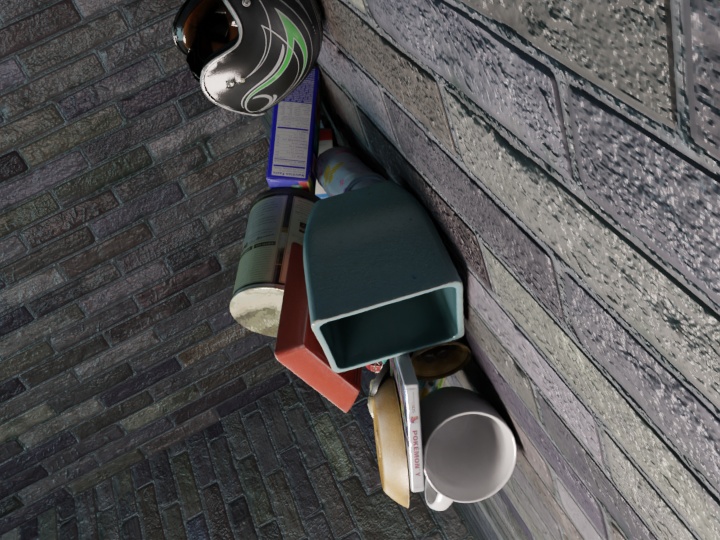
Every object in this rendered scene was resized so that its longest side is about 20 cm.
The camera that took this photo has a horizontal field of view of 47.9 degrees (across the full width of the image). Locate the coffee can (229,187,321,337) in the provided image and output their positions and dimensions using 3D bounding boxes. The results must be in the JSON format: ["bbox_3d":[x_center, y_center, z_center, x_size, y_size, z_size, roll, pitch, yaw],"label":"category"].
[{"bbox_3d":[-0.126,-0.013,1.327,0.147,0.146,0.201,69,-158,-52],"label":"coffee can"}]

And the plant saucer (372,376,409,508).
[{"bbox_3d":[0.044,0.266,1.253,0.200,0.035,0.201,174,90,-87],"label":"plant saucer"}]

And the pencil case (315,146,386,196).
[{"bbox_3d":[-0.012,-0.138,1.296,0.090,0.083,0.200,23,-167,-25],"label":"pencil case"}]

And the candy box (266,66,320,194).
[{"bbox_3d":[-0.110,-0.226,1.389,0.169,0.077,0.201,95,180,-81],"label":"candy box"}]

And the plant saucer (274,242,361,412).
[{"bbox_3d":[-0.048,0.084,1.228,0.200,0.037,0.201,46,-140,-44],"label":"plant saucer"}]

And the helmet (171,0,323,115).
[{"bbox_3d":[-0.145,-0.326,1.081,0.199,0.191,0.200,29,-155,-15],"label":"helmet"}]

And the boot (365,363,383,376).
[{"bbox_3d":[0.077,0.176,1.588,0.200,0.143,0.073,82,-170,-73],"label":"boot"}]

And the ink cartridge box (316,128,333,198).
[{"bbox_3d":[-0.090,-0.213,1.569,0.116,0.067,0.201,-135,40,-75],"label":"ink cartridge box"}]

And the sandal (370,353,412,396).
[{"bbox_3d":[0.086,0.151,1.376,0.048,0.200,0.076,29,133,21],"label":"sandal"}]

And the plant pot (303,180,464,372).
[{"bbox_3d":[0.021,-0.004,1.120,0.196,0.195,0.201,73,-179,-63],"label":"plant pot"}]

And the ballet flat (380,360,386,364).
[{"bbox_3d":[0.034,0.090,1.360,0.073,0.073,0.200,60,168,32],"label":"ballet flat"}]

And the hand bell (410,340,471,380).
[{"bbox_3d":[0.100,0.067,1.314,0.104,0.104,0.201,70,-177,-53],"label":"hand bell"}]

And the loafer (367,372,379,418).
[{"bbox_3d":[0.049,0.223,1.445,0.076,0.068,0.200,63,-159,-3],"label":"loafer"}]

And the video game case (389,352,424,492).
[{"bbox_3d":[0.067,0.197,1.219,0.200,0.023,0.183,-103,7,-66],"label":"video game case"}]

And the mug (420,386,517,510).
[{"bbox_3d":[0.146,0.286,1.295,0.175,0.147,0.201,-121,48,-77],"label":"mug"}]

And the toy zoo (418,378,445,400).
[{"bbox_3d":[0.117,0.213,1.435,0.020,0.132,0.200,17,171,18],"label":"toy zoo"}]
